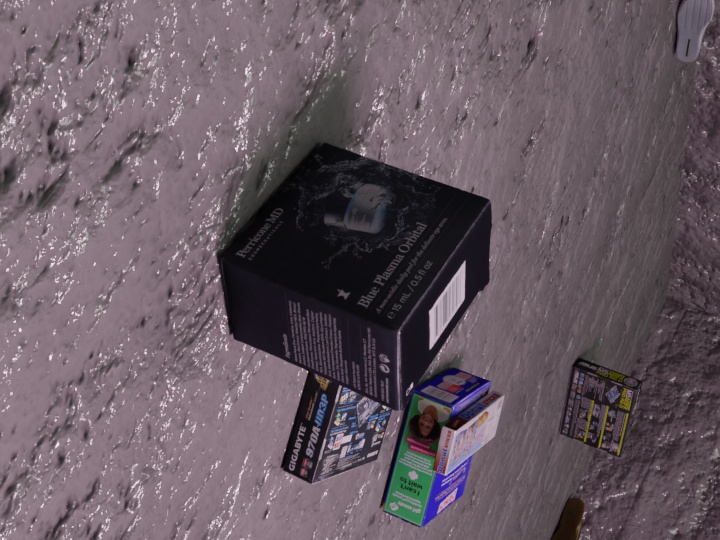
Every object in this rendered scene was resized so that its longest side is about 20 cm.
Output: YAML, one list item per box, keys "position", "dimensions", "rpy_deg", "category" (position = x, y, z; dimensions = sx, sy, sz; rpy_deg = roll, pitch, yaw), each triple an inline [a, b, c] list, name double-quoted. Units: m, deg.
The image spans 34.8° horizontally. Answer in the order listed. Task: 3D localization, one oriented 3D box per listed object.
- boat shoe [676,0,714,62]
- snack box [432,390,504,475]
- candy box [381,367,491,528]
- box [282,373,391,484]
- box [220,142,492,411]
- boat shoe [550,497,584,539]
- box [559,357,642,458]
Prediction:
- position: [0.718, -0.546, 2.483]
  dimensions: [0.201, 0.072, 0.067]
  rpy_deg: [91, 13, -56]
  category: "boat shoe"
- position: [0.164, 0.240, 1.713]
  dimensions: [0.199, 0.024, 0.073]
  rpy_deg: [-19, 125, -61]
  category: "snack box"
- position: [0.119, 0.269, 1.762]
  dimensions: [0.169, 0.076, 0.203]
  rpy_deg: [-16, 121, -63]
  category: "candy box"
- position: [-0.013, 0.169, 1.428]
  dimensions: [0.199, 0.045, 0.161]
  rpy_deg: [-1, 109, -65]
  category: "box"
- position: [0.000, 0.000, 1.129]
  dimensions: [0.197, 0.198, 0.118]
  rpy_deg: [-52, 152, -37]
  category: "box"
- position: [0.563, 0.719, 3.107]
  dimensions: [0.202, 0.072, 0.065]
  rpy_deg: [-62, 150, -19]
  category: "boat shoe"
- position: [0.558, 0.321, 2.671]
  dimensions: [0.044, 0.158, 0.203]
  rpy_deg: [-40, 142, -49]
  category: "box"
